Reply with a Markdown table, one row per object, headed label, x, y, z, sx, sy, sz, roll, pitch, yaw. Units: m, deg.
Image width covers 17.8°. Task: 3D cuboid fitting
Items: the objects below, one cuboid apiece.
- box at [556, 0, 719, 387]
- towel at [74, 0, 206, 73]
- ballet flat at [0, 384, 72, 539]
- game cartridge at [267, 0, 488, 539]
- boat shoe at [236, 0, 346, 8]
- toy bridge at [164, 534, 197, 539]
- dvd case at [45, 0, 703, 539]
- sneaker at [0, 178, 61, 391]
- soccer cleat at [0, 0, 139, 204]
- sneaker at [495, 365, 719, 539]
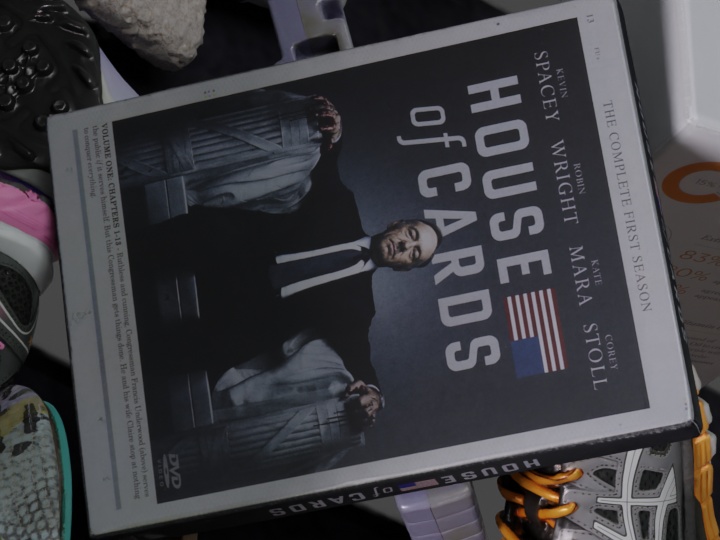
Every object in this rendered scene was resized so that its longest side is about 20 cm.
| label | x | y | z | sx | sy | sz | roll | pitch | yaw |
| --- | --- | --- | --- | --- | --- | --- | --- | --- | --- |
| box | 0.119 | -0.038 | 0.868 | 0.124 | 0.200 | 0.098 | 11 | 61 | -23 |
| towel | -0.099 | -0.186 | 0.889 | 0.133 | 0.034 | 0.200 | 38 | 43 | -46 |
| ballet flat | -0.124 | 0.125 | 0.702 | 0.072 | 0.072 | 0.200 | 7 | 65 | -25 |
| game cartridge | 0.006 | 0.006 | 0.836 | 0.038 | 0.130 | 0.200 | -14 | 70 | -3 |
| boat shoe | -0.007 | -0.193 | 0.959 | 0.086 | 0.075 | 0.202 | 18 | 61 | -18 |
| toy bridge | -0.098 | 0.107 | 0.786 | 0.067 | 0.027 | 0.200 | 37 | 56 | -7 |
| dvd case | 0.000 | 0.000 | 0.757 | 0.200 | 0.025 | 0.150 | -12 | 72 | 11 |
| sneaker | -0.197 | -0.001 | 0.762 | 0.200 | 0.080 | 0.086 | 12 | 74 | -14 |
| soccer cleat | -0.095 | -0.036 | 0.847 | 0.200 | 0.073 | 0.068 | 39 | 73 | 16 |
| sneaker | 0.081 | 0.082 | 0.828 | 0.077 | 0.078 | 0.200 | -33 | 116 | -25 |
